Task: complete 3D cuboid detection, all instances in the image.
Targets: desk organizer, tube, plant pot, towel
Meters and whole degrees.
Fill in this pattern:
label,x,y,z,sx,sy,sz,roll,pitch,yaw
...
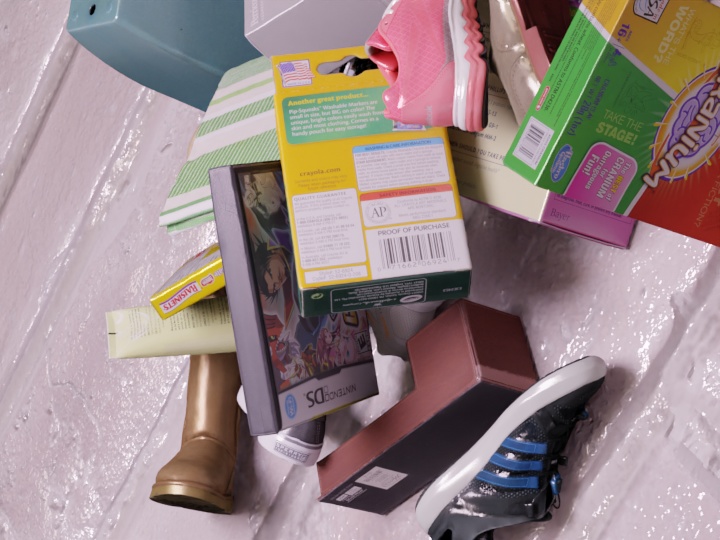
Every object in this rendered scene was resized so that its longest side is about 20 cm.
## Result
label,x,y,z,sx,sy,sz,roll,pitch,yaw
desk organizer,0.047,0.110,1.488,0.200,0.072,0.077,-40,47,36
tube,-0.118,0.046,1.616,0.058,0.199,0.052,121,143,-75
plant pot,-0.161,-0.240,1.755,0.141,0.200,0.142,-1,78,50
towel,-0.086,-0.121,1.606,0.152,0.023,0.200,-17,38,33

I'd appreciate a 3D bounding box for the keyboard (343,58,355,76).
label,x,y,z,sx,sy,sz,roll,pitch,yaw
keyboard,-0.041,-0.088,1.615,0.056,0.011,0.201,-98,28,-74

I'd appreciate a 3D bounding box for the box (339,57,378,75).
label,x,y,z,sx,sy,sz,roll,pitch,yaw
box,0.020,-0.191,1.638,0.160,0.049,0.200,34,104,48

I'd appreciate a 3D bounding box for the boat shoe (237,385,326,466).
label,x,y,z,sx,sy,sz,roll,pitch,yaw
boat shoe,-0.059,0.104,1.580,0.200,0.070,0.066,-117,49,-79

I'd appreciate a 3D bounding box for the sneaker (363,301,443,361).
label,x,y,z,sx,sy,sz,roll,pitch,yaw
sneaker,0.000,0.000,1.584,0.200,0.076,0.092,54,130,50

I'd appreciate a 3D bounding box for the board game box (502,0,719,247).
label,x,y,z,sx,sy,sz,roll,pitch,yaw
board game box,0.207,-0.108,1.258,0.040,0.200,0.153,41,111,48

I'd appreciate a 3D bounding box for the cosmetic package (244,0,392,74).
label,x,y,z,sx,sy,sz,roll,pitch,yaw
cosmetic package,0.002,-0.250,1.553,0.200,0.090,0.107,-28,43,22

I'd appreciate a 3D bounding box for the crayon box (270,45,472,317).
label,x,y,z,sx,sy,sz,roll,pitch,yaw
crayon box,0.006,-0.070,1.400,0.052,0.125,0.201,90,173,-63

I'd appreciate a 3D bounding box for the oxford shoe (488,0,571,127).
label,x,y,z,sx,sy,sz,roll,pitch,yaw
oxford shoe,0.110,-0.180,1.354,0.075,0.070,0.200,-47,44,40

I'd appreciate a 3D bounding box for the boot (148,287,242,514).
label,x,y,z,sx,sy,sz,roll,pitch,yaw
boot,-0.136,0.110,1.659,0.175,0.066,0.201,89,-172,-81

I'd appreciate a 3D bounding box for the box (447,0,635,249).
label,x,y,z,sx,sy,sz,roll,pitch,yaw
box,0.143,-0.138,1.432,0.176,0.096,0.201,22,96,52

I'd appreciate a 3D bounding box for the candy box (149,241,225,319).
label,x,y,z,sx,sy,sz,roll,pitch,yaw
candy box,-0.117,-0.009,1.625,0.102,0.026,0.200,-32,6,9

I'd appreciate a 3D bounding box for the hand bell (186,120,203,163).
label,x,y,z,sx,sy,sz,roll,pitch,yaw
hand bell,-0.082,-0.081,1.632,0.200,0.104,0.104,-142,72,-70

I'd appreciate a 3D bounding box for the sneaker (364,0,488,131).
label,x,y,z,sx,sy,sz,roll,pitch,yaw
sneaker,0.045,-0.186,1.388,0.074,0.086,0.201,86,179,-51

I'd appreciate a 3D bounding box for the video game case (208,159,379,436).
label,x,y,z,sx,sy,sz,roll,pitch,yaw
video game case,-0.048,0.014,1.453,0.025,0.181,0.201,-8,92,26

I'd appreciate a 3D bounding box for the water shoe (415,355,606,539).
label,x,y,z,sx,sy,sz,roll,pitch,yaw
water shoe,0.127,0.144,1.397,0.079,0.071,0.200,50,119,15
